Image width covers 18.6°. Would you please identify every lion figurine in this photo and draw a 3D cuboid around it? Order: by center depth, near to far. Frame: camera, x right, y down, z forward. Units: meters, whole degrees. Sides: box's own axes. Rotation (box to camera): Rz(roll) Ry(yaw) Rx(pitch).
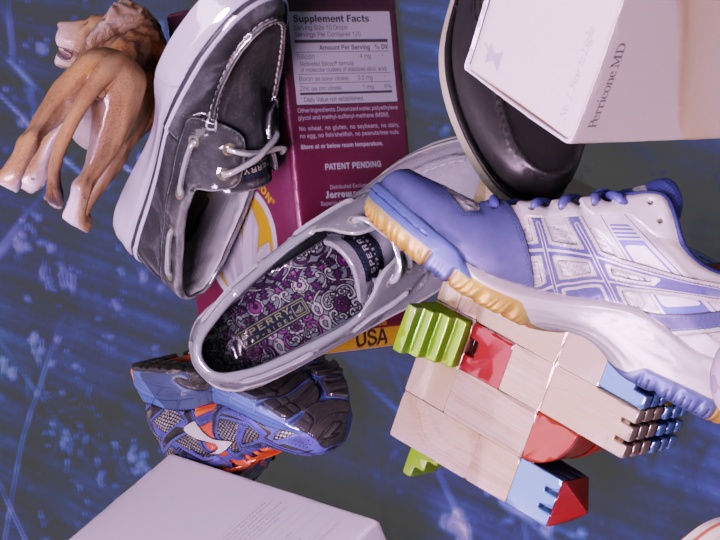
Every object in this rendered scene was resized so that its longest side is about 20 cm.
[{"bbox_3d":[-0.140,-0.088,1.176,0.123,0.072,0.200,-59,13,0],"label":"lion figurine"}]

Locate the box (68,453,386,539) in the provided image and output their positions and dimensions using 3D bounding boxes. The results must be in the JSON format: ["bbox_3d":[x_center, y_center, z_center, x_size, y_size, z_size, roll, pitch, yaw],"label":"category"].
[{"bbox_3d":[-0.061,0.198,1.253,0.200,0.097,0.125,11,133,49],"label":"box"}]

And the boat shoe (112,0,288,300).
[{"bbox_3d":[-0.070,-0.068,1.159,0.071,0.072,0.200,46,137,24],"label":"boat shoe"}]

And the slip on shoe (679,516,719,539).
[{"bbox_3d":[0.129,0.175,1.074,0.200,0.074,0.061,-53,36,39],"label":"slip on shoe"}]

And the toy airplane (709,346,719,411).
[{"bbox_3d":[0.204,0.023,0.858,0.141,0.200,0.200,-12,65,9],"label":"toy airplane"}]

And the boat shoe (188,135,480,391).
[{"bbox_3d":[-0.001,0.000,1.126,0.070,0.201,0.072,56,-179,-1],"label":"boat shoe"}]

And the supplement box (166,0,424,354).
[{"bbox_3d":[-0.036,-0.053,1.230,0.110,0.085,0.201,-6,90,52],"label":"supplement box"}]

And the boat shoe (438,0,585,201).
[{"bbox_3d":[0.083,-0.126,1.045,0.063,0.073,0.202,-40,41,55],"label":"boat shoe"}]

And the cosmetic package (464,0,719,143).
[{"bbox_3d":[0.150,-0.113,0.899,0.073,0.200,0.104,41,126,40],"label":"cosmetic package"}]

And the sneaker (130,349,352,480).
[{"bbox_3d":[-0.065,0.091,1.310,0.200,0.075,0.079,5,108,59],"label":"sneaker"}]

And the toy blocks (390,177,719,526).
[{"bbox_3d":[0.103,0.042,1.078,0.137,0.100,0.201,29,108,31],"label":"toy blocks"}]

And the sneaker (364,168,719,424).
[{"bbox_3d":[0.102,-0.010,0.990,0.075,0.200,0.088,-70,6,-82],"label":"sneaker"}]
